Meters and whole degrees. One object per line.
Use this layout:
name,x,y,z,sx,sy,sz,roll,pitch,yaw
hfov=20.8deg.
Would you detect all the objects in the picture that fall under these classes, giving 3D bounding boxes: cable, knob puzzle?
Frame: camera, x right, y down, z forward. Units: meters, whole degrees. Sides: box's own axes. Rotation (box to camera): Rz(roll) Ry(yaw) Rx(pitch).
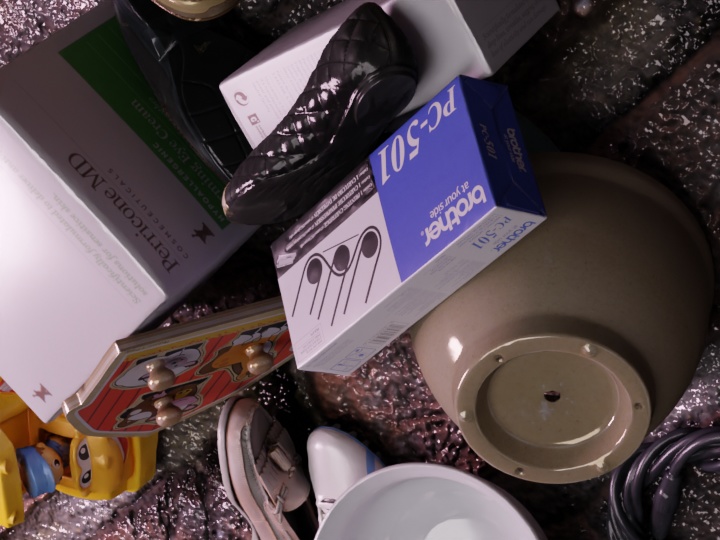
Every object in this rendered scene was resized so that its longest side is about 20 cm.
cable,0.261,0.172,1.325,0.200,0.051,0.163,-28,96,45
knob puzzle,-0.123,0.085,1.426,0.220,0.219,0.031,-42,66,43

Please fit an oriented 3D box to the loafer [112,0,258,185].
loafer,-0.108,-0.129,1.344,0.200,0.073,0.072,62,159,16

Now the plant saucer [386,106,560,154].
plant saucer,0.063,-0.031,1.334,0.200,0.027,0.201,17,126,24

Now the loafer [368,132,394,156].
loafer,0.000,0.000,1.321,0.071,0.068,0.201,-111,30,-44

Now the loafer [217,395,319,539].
loafer,-0.058,0.178,1.530,0.063,0.072,0.200,5,130,22

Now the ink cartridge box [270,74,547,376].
ink cartridge box,0.024,-0.023,1.198,0.200,0.044,0.094,-40,53,40

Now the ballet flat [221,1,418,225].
ballet flat,-0.026,-0.088,1.214,0.200,0.066,0.057,-43,53,43

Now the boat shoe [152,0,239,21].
boat shoe,-0.161,-0.240,1.305,0.200,0.072,0.068,30,148,20

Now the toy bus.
toy bus,-0.290,0.139,1.575,0.199,0.192,0.136,16,125,24

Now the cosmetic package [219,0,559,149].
cosmetic package,0.017,-0.140,1.243,0.200,0.102,0.074,-18,108,42

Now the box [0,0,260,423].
box,-0.202,-0.043,1.406,0.199,0.171,0.200,47,134,-1

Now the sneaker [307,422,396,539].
sneaker,-0.003,0.210,1.508,0.072,0.072,0.201,3,119,35

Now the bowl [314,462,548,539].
bowl,0.068,0.230,1.439,0.200,0.090,0.202,4,100,25

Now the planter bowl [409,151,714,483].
planter bowl,0.123,0.046,1.224,0.199,0.135,0.201,3,128,4
